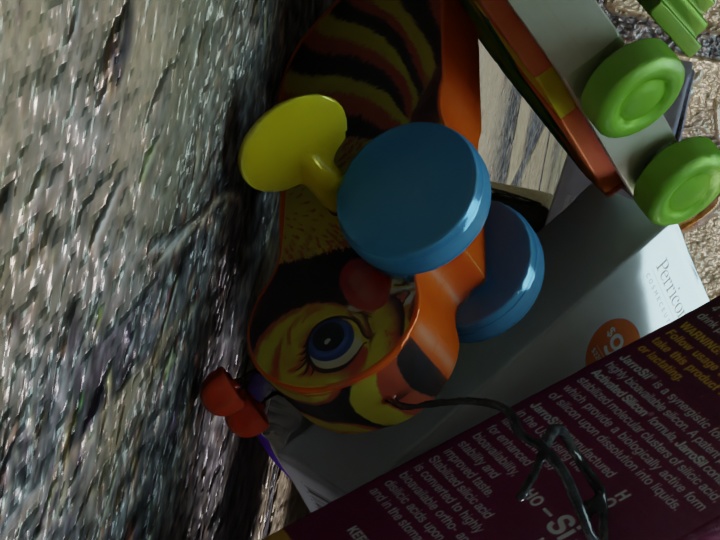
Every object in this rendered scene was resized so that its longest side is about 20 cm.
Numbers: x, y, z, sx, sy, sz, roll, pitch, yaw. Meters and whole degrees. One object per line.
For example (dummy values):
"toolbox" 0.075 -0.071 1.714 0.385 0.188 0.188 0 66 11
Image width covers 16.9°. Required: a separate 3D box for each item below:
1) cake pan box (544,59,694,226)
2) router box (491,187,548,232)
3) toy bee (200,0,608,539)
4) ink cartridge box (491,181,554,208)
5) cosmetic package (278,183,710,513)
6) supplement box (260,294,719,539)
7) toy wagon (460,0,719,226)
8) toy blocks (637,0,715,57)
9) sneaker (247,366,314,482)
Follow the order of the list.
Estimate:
"cake pan box" 0.102 0.025 1.074 0.200 0.052 0.185 -68 169 -51
"router box" 0.037 0.071 1.086 0.150 0.062 0.201 58 44 -81
"toy bee" -0.003 0.000 0.739 0.200 0.108 0.131 -93 158 -52
"ink cartridge box" 0.053 0.064 1.305 0.200 0.075 0.165 87 17 -66
"cosmetic package" 0.077 0.094 0.860 0.151 0.052 0.200 -41 126 -19
"supplement box" 0.082 0.114 0.764 0.103 0.199 0.131 43 -23 56
"toy wagon" 0.063 -0.081 0.814 0.155 0.040 0.200 55 3 31
"toy blocks" 0.110 -0.179 0.817 0.137 0.100 0.200 -41 -143 11
"sneaker" 0.021 0.056 0.904 0.200 0.099 0.070 17 97 -42
